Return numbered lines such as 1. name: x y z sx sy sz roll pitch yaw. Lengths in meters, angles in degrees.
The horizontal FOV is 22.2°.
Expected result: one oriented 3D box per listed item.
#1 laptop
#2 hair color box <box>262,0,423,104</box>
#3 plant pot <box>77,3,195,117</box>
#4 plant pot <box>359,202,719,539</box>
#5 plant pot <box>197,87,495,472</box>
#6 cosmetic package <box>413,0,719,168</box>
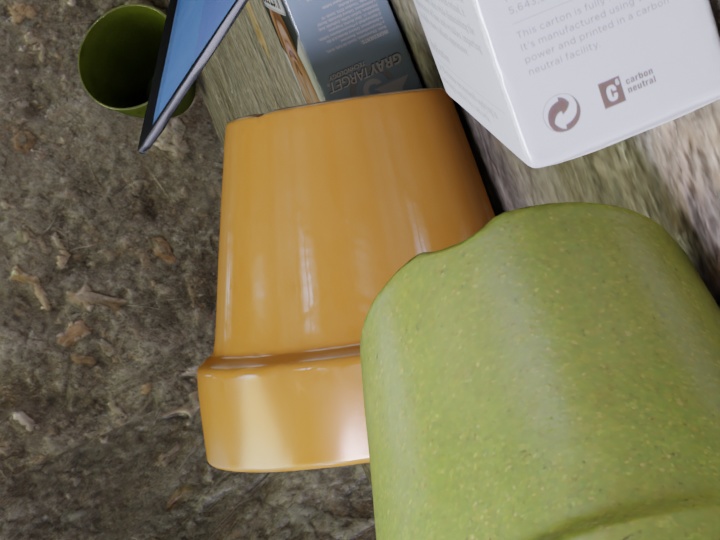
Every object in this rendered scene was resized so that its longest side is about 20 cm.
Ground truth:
1. laptop: -0.061 -0.178 0.636 0.178 0.103 0.201 -92 -18 -60
2. hair color box: -0.015 -0.144 1.107 0.099 0.060 0.201 -133 19 -73
3. plant pot: -0.361 -0.338 3.166 0.188 0.187 0.200 64 -171 19
4. plant pot: 0.079 0.085 0.640 0.201 0.199 0.185 72 -178 -52
5. plant pot: 0.000 0.000 1.008 0.200 0.199 0.184 -171 72 -84
6. cosmetic package: 0.038 -0.142 0.547 0.102 0.074 0.201 -125 14 -67
